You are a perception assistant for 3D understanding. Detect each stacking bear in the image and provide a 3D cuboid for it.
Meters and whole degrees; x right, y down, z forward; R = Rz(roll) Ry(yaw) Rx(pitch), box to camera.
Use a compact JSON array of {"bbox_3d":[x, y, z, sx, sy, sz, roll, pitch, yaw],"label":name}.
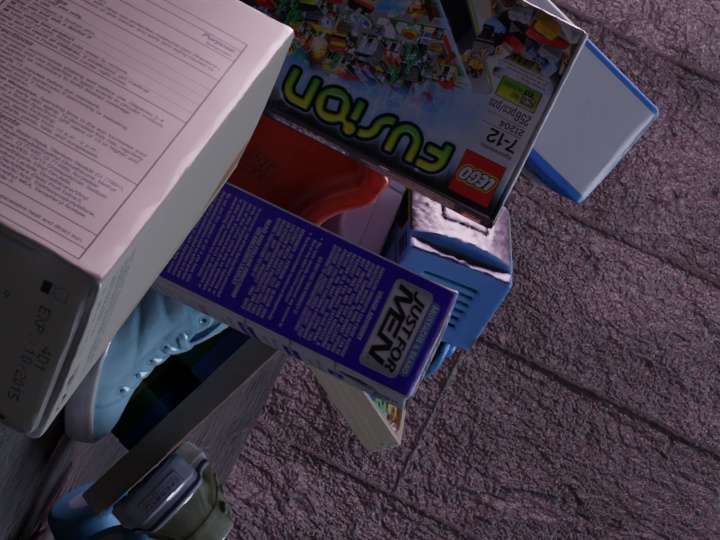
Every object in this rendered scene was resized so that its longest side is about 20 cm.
[{"bbox_3d":[-0.043,-0.112,1.325,0.121,0.113,0.201,-41,-157,33],"label":"stacking bear"}]

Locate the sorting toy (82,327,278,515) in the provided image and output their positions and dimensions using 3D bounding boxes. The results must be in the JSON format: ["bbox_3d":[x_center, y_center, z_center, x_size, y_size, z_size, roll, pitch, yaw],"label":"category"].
[{"bbox_3d":[-0.098,0.047,1.546,0.199,0.070,0.200,-43,180,26],"label":"sorting toy"}]

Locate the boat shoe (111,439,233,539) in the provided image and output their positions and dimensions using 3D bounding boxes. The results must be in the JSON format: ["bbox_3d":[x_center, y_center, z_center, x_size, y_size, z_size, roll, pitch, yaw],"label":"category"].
[{"bbox_3d":[-0.119,0.157,1.495,0.072,0.062,0.200,-42,-179,-3],"label":"boat shoe"}]

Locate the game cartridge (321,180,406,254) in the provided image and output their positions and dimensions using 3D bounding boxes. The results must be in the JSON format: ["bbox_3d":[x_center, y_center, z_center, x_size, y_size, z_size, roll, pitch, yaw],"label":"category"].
[{"bbox_3d":[-0.005,-0.078,1.385,0.133,0.041,0.201,-41,-151,54],"label":"game cartridge"}]

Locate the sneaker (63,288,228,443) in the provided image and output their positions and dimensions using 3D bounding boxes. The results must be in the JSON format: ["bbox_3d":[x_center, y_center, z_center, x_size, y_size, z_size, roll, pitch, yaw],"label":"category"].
[{"bbox_3d":[-0.120,0.031,1.414,0.201,0.082,0.074,-66,176,22],"label":"sneaker"}]

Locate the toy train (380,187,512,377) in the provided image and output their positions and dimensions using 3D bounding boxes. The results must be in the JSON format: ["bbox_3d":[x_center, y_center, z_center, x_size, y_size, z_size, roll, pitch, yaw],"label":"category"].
[{"bbox_3d":[0.037,-0.025,1.383,0.114,0.086,0.201,-55,-160,35],"label":"toy train"}]

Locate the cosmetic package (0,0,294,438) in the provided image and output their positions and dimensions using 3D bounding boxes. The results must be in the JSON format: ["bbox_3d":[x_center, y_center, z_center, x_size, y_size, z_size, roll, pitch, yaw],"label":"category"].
[{"bbox_3d":[-0.107,-0.040,0.799,0.071,0.105,0.200,-63,177,33],"label":"cosmetic package"}]

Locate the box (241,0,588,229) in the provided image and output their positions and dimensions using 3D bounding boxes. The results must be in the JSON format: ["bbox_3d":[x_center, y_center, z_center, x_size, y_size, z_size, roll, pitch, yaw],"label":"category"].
[{"bbox_3d":[0.004,-0.115,1.177,0.111,0.199,0.035,-64,177,-5],"label":"box"}]

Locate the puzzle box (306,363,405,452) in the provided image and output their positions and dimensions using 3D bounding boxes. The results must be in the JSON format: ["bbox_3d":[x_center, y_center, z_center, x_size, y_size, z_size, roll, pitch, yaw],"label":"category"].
[{"bbox_3d":[0.000,0.000,1.499,0.133,0.025,0.201,56,31,-38],"label":"puzzle box"}]

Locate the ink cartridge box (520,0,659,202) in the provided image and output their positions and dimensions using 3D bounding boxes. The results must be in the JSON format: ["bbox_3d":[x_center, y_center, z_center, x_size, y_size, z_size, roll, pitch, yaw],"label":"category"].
[{"bbox_3d":[0.089,-0.133,1.511,0.084,0.146,0.200,-49,-163,-2],"label":"ink cartridge box"}]

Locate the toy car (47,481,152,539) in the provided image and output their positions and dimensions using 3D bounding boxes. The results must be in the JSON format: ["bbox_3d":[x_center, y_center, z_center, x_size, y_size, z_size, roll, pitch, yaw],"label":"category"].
[{"bbox_3d":[-0.216,0.282,1.607,0.199,0.185,0.177,-23,-160,-10],"label":"toy car"}]

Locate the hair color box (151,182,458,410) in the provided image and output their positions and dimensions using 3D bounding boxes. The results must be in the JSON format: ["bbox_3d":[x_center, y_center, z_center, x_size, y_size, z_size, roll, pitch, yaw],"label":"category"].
[{"bbox_3d":[-0.052,0.000,1.169,0.065,0.199,0.109,-63,177,-6],"label":"hair color box"}]
